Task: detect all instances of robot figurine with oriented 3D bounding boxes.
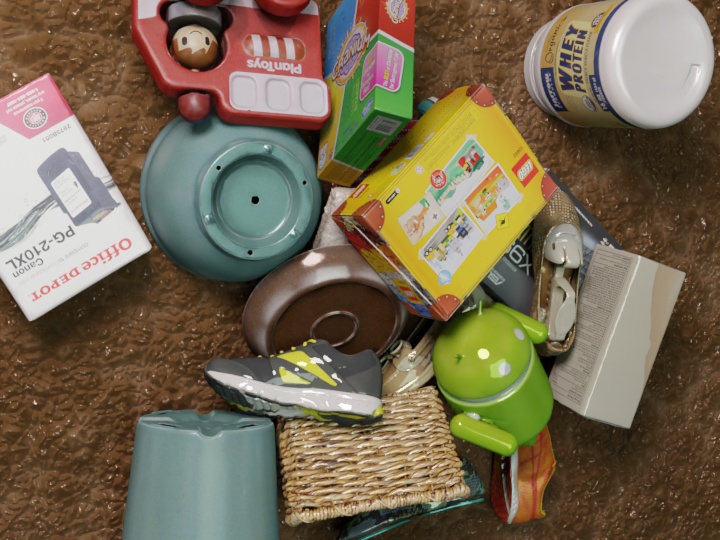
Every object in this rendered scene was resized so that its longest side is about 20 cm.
[{"bbox_3d":[0.151,0.124,1.091,0.201,0.115,0.176,59,45,-43],"label":"robot figurine"}]

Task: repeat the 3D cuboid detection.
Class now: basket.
[{"bbox_3d":[0.010,0.240,1.079,0.198,0.150,0.144,-8,135,-9],"label":"basket"}]

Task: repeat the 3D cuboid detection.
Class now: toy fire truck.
[{"bbox_3d":[-0.129,-0.227,0.968,0.198,0.112,0.170,1,73,-20],"label":"toy fire truck"}]

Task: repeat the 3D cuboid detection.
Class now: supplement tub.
[{"bbox_3d":[0.289,-0.237,1.104,0.143,0.200,0.146,-3,100,-20],"label":"supplement tub"}]

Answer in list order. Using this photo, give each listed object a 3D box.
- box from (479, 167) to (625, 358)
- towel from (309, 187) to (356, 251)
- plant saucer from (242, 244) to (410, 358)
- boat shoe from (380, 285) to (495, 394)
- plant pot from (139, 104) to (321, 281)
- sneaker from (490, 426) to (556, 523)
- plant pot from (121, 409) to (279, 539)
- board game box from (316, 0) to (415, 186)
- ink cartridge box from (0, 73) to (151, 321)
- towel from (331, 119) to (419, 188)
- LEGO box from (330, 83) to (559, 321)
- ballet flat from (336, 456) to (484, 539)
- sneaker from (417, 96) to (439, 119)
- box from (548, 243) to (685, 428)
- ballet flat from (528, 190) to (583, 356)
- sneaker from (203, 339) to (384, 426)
[{"bbox_3d":[0.237,-0.006,1.203,0.200,0.050,0.158,43,84,-21],"label":"box"},{"bbox_3d":[0.000,0.000,1.081,0.131,0.035,0.201,4,123,-25],"label":"towel"},{"bbox_3d":[-0.032,0.057,1.068,0.198,0.032,0.201,-10,135,-10],"label":"plant saucer"},{"bbox_3d":[0.073,0.085,1.149,0.200,0.073,0.063,-43,103,-14],"label":"boat shoe"},{"bbox_3d":[-0.124,-0.079,1.012,0.198,0.134,0.202,-3,99,-20],"label":"plant pot"},{"bbox_3d":[0.213,0.225,1.227,0.076,0.073,0.202,-4,110,-23],"label":"sneaker"},{"bbox_3d":[-0.170,0.256,1.027,0.198,0.200,0.198,2,90,-21],"label":"plant pot"},{"bbox_3d":[0.006,-0.210,0.989,0.040,0.153,0.202,12,64,-21],"label":"board game box"},{"bbox_3d":[-0.323,-0.073,0.964,0.144,0.084,0.201,-32,108,-12],"label":"ink cartridge box"},{"bbox_3d":[0.035,-0.076,1.132,0.143,0.022,0.202,-4,100,-21],"label":"towel"},{"bbox_3d":[0.092,-0.073,1.012,0.200,0.077,0.149,-47,112,-16],"label":"LEGO box"},{"bbox_3d":[0.056,0.279,1.181,0.198,0.074,0.075,-14,103,-20],"label":"ballet flat"},{"bbox_3d":[0.091,-0.098,1.104,0.079,0.077,0.202,-12,101,-12],"label":"sneaker"},{"bbox_3d":[0.307,0.079,1.168,0.077,0.095,0.202,17,96,-22],"label":"box"},{"bbox_3d":[0.240,0.006,1.144,0.070,0.065,0.202,-3,100,-17],"label":"ballet flat"},{"bbox_3d":[-0.069,0.114,1.042,0.198,0.075,0.085,11,65,-2],"label":"sneaker"}]
